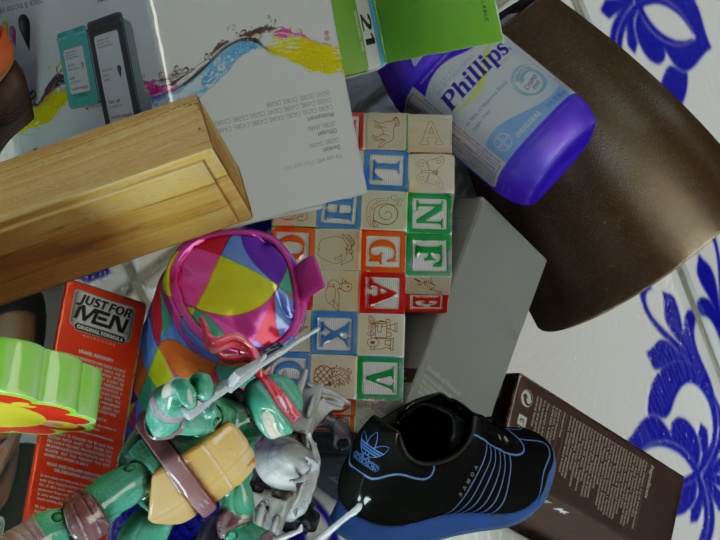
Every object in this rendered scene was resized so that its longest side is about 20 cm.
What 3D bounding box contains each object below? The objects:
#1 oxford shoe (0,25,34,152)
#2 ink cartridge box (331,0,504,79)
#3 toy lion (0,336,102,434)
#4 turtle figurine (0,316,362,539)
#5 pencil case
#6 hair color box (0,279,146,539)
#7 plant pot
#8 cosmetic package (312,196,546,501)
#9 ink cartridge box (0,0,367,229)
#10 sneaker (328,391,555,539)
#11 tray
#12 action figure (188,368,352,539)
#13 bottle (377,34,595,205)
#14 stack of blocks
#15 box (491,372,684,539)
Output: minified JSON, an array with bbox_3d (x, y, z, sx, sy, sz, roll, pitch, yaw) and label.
[{"bbox_3d":[-0.246,-0.048,1.130,0.200,0.071,0.073,-51,134,-28],"label":"oxford shoe"},{"bbox_3d":[-0.022,-0.191,1.275,0.076,0.199,0.149,-19,99,-44],"label":"ink cartridge box"},{"bbox_3d":[-0.239,0.052,1.037,0.199,0.191,0.069,18,72,-42],"label":"toy lion"},{"bbox_3d":[-0.085,0.112,1.065,0.200,0.101,0.150,-37,119,-3],"label":"turtle figurine"},{"bbox_3d":[-0.086,0.052,1.187,0.088,0.200,0.089,8,62,-15],"label":"pencil case"},{"bbox_3d":[-0.186,0.111,1.151,0.061,0.101,0.201,21,71,-40],"label":"hair color box"},{"bbox_3d":[0.148,-0.092,1.473,0.200,0.187,0.187,54,51,-9],"label":"plant pot"},{"bbox_3d":[0.036,0.055,1.379,0.090,0.107,0.201,39,59,-37],"label":"cosmetic package"},{"bbox_3d":[-0.110,-0.122,1.217,0.146,0.146,0.201,-16,97,-45],"label":"ink cartridge box"},{"bbox_3d":[0.062,0.112,1.255,0.200,0.070,0.078,-12,125,-52],"label":"sneaker"},{"bbox_3d":[-0.163,-0.025,1.076,0.099,0.199,0.037,64,9,-68],"label":"tray"},{"bbox_3d":[-0.048,0.133,1.220,0.069,0.200,0.130,29,67,0],"label":"action figure"},{"bbox_3d":[0.060,-0.132,1.381,0.200,0.065,0.084,41,73,12],"label":"bottle"},{"bbox_3d":[0.000,0.000,1.304,0.059,0.115,0.201,91,1,-64],"label":"stack of blocks"},{"bbox_3d":[0.130,0.143,1.471,0.200,0.100,0.075,30,66,-39],"label":"box"}]
